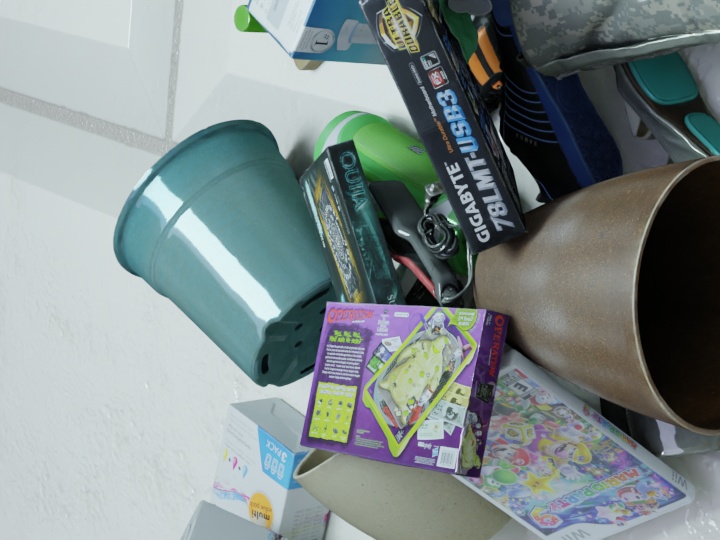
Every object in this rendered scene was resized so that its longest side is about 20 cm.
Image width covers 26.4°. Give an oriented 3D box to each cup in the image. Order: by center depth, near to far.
[{"bbox_3d":[0.062,0.166,1.321,0.144,0.200,0.200,50,134,-3],"label":"cup"}]

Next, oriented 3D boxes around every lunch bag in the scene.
[{"bbox_3d":[0.202,-0.234,1.106,0.199,0.139,0.169,-5,76,38],"label":"lunch bag"}]

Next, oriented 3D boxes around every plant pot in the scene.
[{"bbox_3d":[0.182,0.014,1.107,0.199,0.186,0.189,3,96,51],"label":"plant pot"},{"bbox_3d":[-0.102,-0.006,1.480,0.196,0.199,0.201,47,126,24],"label":"plant pot"}]

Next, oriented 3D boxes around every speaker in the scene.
[{"bbox_3d":[0.045,-0.072,1.370,0.200,0.088,0.089,36,119,41],"label":"speaker"}]

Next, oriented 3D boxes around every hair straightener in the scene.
[{"bbox_3d":[0.047,-0.031,1.224,0.200,0.041,0.078,-119,32,-60],"label":"hair straightener"}]

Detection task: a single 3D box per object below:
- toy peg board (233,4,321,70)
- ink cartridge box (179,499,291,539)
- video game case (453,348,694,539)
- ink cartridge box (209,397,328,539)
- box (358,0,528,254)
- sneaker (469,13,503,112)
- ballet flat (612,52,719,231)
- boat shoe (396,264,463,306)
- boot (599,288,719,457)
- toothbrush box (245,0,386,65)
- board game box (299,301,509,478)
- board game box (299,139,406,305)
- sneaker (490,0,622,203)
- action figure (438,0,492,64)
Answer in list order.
[{"bbox_3d":[-0.064,-0.329,1.460,0.199,0.097,0.201,-41,65,43],"label":"toy peg board"},{"bbox_3d":[-0.105,0.350,1.467,0.146,0.199,0.147,-74,11,-57],"label":"ink cartridge box"},{"bbox_3d":[0.140,0.146,1.193,0.143,0.199,0.018,-33,29,41],"label":"video game case"},{"bbox_3d":[-0.096,0.247,1.575,0.115,0.067,0.202,31,117,43],"label":"ink cartridge box"},{"bbox_3d":[0.062,-0.133,1.147,0.049,0.200,0.200,-24,105,10],"label":"box"},{"bbox_3d":[0.116,-0.173,1.293,0.090,0.070,0.201,39,125,28],"label":"sneaker"},{"bbox_3d":[0.237,-0.108,1.165,0.201,0.067,0.064,58,139,28],"label":"ballet flat"},{"bbox_3d":[0.031,0.058,1.412,0.060,0.076,0.200,29,146,-4],"label":"boat shoe"},{"bbox_3d":[0.197,0.053,1.232,0.181,0.072,0.202,-7,94,48],"label":"boot"},{"bbox_3d":[0.025,-0.255,1.288,0.085,0.199,0.147,51,129,38],"label":"toothbrush box"},{"bbox_3d":[0.029,0.086,1.165,0.199,0.032,0.121,2,82,54],"label":"board game box"},{"bbox_3d":[0.000,0.000,1.299,0.135,0.028,0.202,151,102,-76],"label":"board game box"},{"bbox_3d":[0.138,-0.143,1.234,0.078,0.070,0.201,-12,107,45],"label":"sneaker"},{"bbox_3d":[0.086,-0.249,1.160,0.054,0.200,0.119,-8,117,15],"label":"action figure"}]
